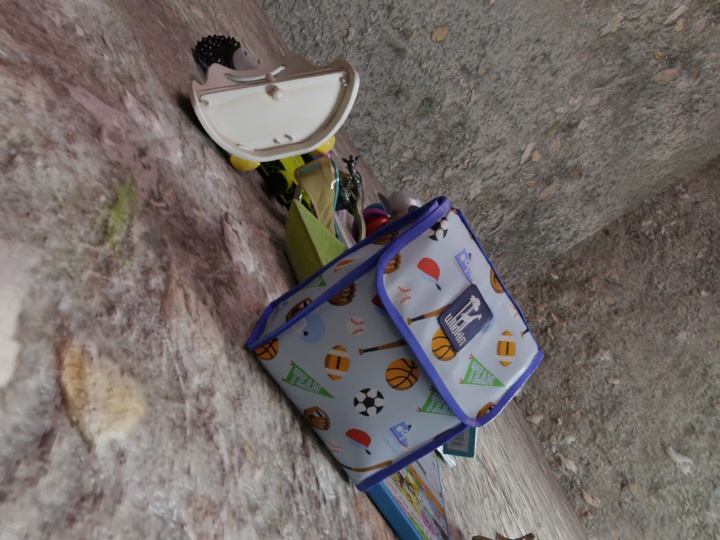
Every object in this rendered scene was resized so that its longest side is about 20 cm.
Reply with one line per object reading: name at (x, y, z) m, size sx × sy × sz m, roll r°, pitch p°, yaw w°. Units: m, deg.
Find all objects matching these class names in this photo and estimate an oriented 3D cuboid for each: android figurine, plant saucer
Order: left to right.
android figurine at (-0.125, -0.166, 0.839) m, size 0.183 × 0.041 × 0.200 m, roll 56°, pitch 11°, yaw -12°
plant saucer at (-0.023, 0.036, 0.700) m, size 0.200 × 0.047 × 0.201 m, roll 44°, pitch 17°, yaw -56°

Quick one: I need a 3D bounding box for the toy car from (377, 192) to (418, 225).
toy car at (0.100, -0.072, 1.027) m, size 0.162 × 0.158 × 0.202 m, roll 18°, pitch 37°, yaw -31°

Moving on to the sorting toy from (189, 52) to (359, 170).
sorting toy at (-0.122, -0.233, 0.723) m, size 0.108 × 0.197 × 0.181 m, roll 91°, pitch -20°, yaw -47°

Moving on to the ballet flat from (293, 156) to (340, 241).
ballet flat at (-0.063, -0.079, 0.782) m, size 0.201 × 0.062 × 0.069 m, roll 90°, pitch -20°, yaw -53°

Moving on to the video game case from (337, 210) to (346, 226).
video game case at (-0.089, -0.169, 1.075) m, size 0.201 × 0.023 × 0.183 m, roll 55°, pitch 10°, yaw -17°

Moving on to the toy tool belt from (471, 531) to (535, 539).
toy tool belt at (0.171, 0.347, 0.584) m, size 0.122 × 0.126 × 0.200 m, roll 27°, pitch 0°, yaw 13°

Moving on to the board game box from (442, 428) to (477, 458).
board game box at (0.161, 0.180, 0.844) m, size 0.200 × 0.046 × 0.154 m, roll 13°, pitch 81°, yaw -76°

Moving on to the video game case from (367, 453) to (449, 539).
video game case at (0.049, 0.215, 0.594) m, size 0.144 × 0.018 × 0.200 m, roll 57°, pitch 10°, yaw -11°

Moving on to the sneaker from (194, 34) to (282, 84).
sneaker at (-0.172, -0.285, 0.834) m, size 0.199 × 0.072 × 0.073 m, roll 37°, pitch -27°, yaw 13°

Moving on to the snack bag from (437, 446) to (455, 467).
snack bag at (0.071, 0.171, 0.826) m, size 0.201 × 0.021 × 0.190 m, roll 54°, pitch 11°, yaw -37°

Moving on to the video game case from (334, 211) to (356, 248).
video game case at (0.000, 0.000, 0.940) m, size 0.202 × 0.023 × 0.182 m, roll 64°, pitch 5°, yaw 36°

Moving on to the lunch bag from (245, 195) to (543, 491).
lunch bag at (0.033, 0.058, 0.471) m, size 0.171 × 0.198 × 0.124 m, roll 55°, pitch 10°, yaw -14°

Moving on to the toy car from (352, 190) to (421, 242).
toy car at (0.055, -0.076, 1.195) m, size 0.148 × 0.177 × 0.201 m, roll 12°, pitch 30°, yaw -20°

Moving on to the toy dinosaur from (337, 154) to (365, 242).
toy dinosaur at (-0.014, -0.112, 0.826) m, size 0.202 × 0.047 × 0.089 m, roll -98°, pitch 175°, yaw -46°

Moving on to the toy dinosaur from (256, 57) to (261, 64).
toy dinosaur at (-0.184, -0.304, 0.979) m, size 0.200 × 0.059 × 0.108 m, roll 14°, pitch 68°, yaw -68°

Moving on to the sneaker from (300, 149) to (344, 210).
sneaker at (-0.071, -0.196, 0.948) m, size 0.075 × 0.078 × 0.202 m, roll -25°, pitch -84°, yaw 55°
